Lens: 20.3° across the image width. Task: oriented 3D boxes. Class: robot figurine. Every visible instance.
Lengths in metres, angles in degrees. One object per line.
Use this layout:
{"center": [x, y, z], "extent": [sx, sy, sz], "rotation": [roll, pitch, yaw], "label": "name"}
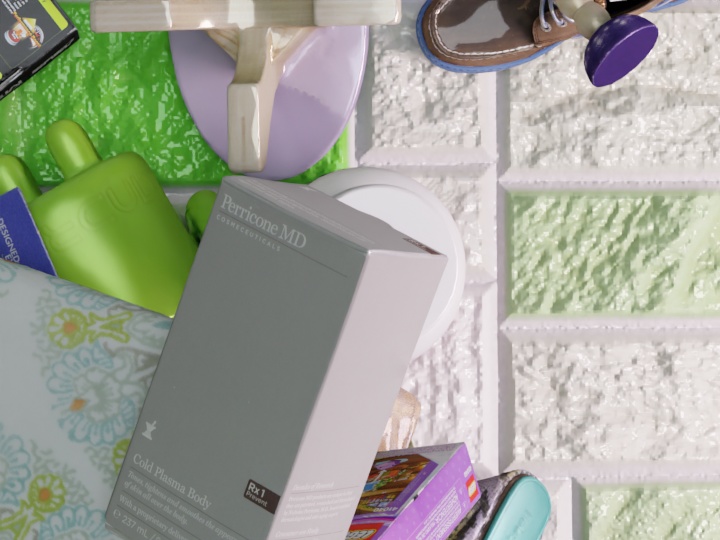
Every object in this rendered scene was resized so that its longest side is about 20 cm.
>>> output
{"center": [-0.152, 0.009, 1.220], "extent": [0.175, 0.116, 0.201], "rotation": [-31, 93, -5], "label": "robot figurine"}

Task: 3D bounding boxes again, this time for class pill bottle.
{"center": [0.000, 0.000, 1.194], "extent": [0.118, 0.200, 0.121], "rotation": [0, 90, -6], "label": "pill bottle"}

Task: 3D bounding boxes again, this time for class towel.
{"center": [-0.187, 0.102, 1.128], "extent": [0.170, 0.048, 0.202], "rotation": [17, 102, 10], "label": "towel"}

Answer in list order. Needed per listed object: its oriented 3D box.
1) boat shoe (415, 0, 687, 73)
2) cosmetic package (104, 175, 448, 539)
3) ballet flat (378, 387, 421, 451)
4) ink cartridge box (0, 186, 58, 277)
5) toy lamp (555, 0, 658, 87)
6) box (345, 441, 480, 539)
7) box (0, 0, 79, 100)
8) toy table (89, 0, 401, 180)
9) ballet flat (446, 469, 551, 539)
{"center": [0.131, -0.182, 1.275], "extent": [0.199, 0.072, 0.073], "rotation": [-21, 92, -6], "label": "boat shoe"}
{"center": [-0.044, 0.062, 1.048], "extent": [0.106, 0.090, 0.202], "rotation": [24, 104, 31], "label": "cosmetic package"}
{"center": [0.004, 0.167, 1.264], "extent": [0.067, 0.068, 0.202], "rotation": [11, 90, -33], "label": "ballet flat"}
{"center": [-0.246, 0.078, 1.193], "extent": [0.199, 0.047, 0.199], "rotation": [-23, 91, 34], "label": "ink cartridge box"}
{"center": [0.098, -0.199, 1.217], "extent": [0.058, 0.058, 0.200], "rotation": [-37, 69, -5], "label": "toy lamp"}
{"center": [-0.045, 0.155, 1.174], "extent": [0.199, 0.137, 0.039], "rotation": [-10, 106, 30], "label": "box"}
{"center": [-0.308, -0.166, 1.241], "extent": [0.193, 0.048, 0.200], "rotation": [-39, 93, -7], "label": "box"}
{"center": [-0.061, -0.153, 1.214], "extent": [0.182, 0.117, 0.202], "rotation": [-12, 96, 8], "label": "toy table"}
{"center": [0.053, 0.209, 1.239], "extent": [0.072, 0.072, 0.201], "rotation": [36, 56, -5], "label": "ballet flat"}
